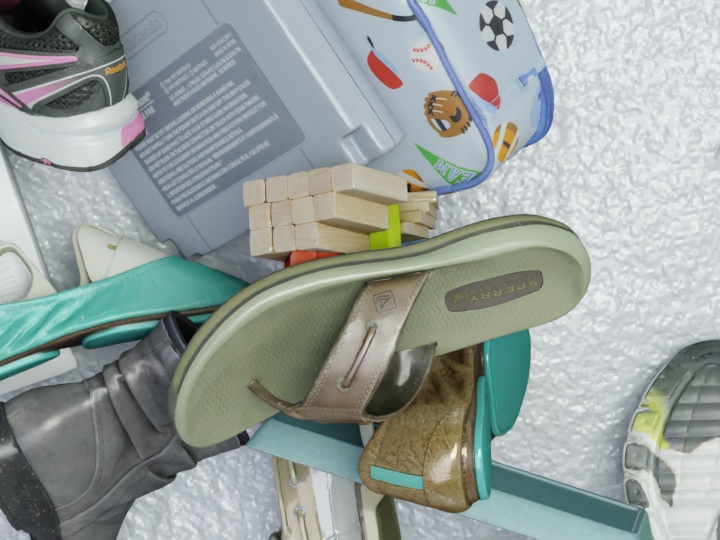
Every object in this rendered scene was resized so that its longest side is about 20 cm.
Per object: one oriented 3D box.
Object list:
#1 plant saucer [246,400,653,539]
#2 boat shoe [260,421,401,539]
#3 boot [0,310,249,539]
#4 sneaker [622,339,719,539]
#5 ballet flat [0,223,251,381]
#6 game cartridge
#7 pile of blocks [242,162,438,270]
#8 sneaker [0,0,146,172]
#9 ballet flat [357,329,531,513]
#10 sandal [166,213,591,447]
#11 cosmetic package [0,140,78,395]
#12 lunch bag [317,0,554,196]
[{"bbox_3d":[0.047,0.102,0.992,0.199,0.070,0.019,18,100,10],"label":"plant saucer"},{"bbox_3d":[-0.015,0.148,1.080,0.068,0.075,0.201,0,94,11],"label":"boat shoe"},{"bbox_3d":[-0.115,0.109,1.055,0.131,0.200,0.070,-24,59,-7],"label":"boot"},{"bbox_3d":[0.173,0.137,1.045,0.074,0.085,0.201,5,84,16],"label":"sneaker"},{"bbox_3d":[-0.152,0.015,1.030,0.199,0.067,0.071,-16,88,-12],"label":"ballet flat"},{"bbox_3d":[-0.071,-0.086,0.991,0.134,0.040,0.200,53,145,-9],"label":"game cartridge"},{"bbox_3d":[0.000,0.000,0.966,0.082,0.200,0.062,-4,81,7],"label":"pile of blocks"},{"bbox_3d":[-0.190,-0.121,1.011,0.199,0.080,0.087,16,122,23],"label":"sneaker"},{"bbox_3d":[0.037,0.064,0.979,0.072,0.200,0.068,-2,108,12],"label":"ballet flat"},{"bbox_3d":[0.010,0.031,0.890,0.200,0.057,0.080,-19,141,-2],"label":"sandal"},{"bbox_3d":[-0.266,0.011,1.062,0.199,0.052,0.151,-19,99,-8],"label":"cosmetic package"},{"bbox_3d":[-0.006,-0.128,0.972,0.160,0.076,0.201,-8,113,48],"label":"lunch bag"}]
